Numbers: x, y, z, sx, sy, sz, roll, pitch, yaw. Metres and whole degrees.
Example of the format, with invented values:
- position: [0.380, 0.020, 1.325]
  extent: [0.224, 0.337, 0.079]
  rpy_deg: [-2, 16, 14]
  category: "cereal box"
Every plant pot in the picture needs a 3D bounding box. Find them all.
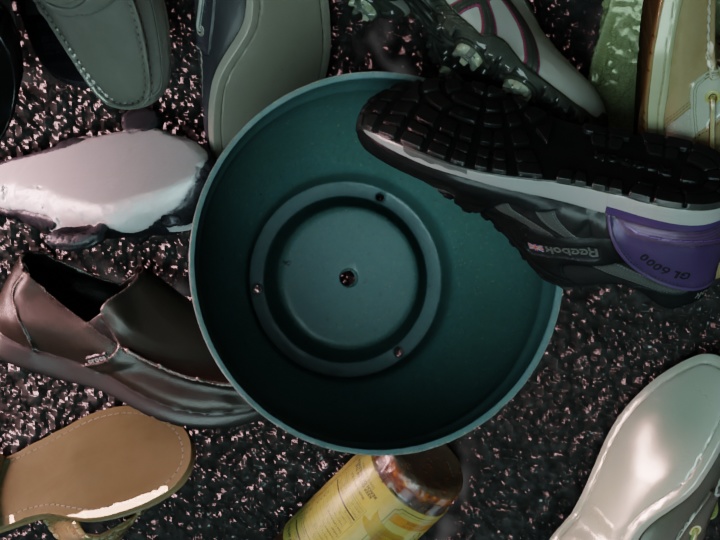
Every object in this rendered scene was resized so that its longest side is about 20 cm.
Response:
- position: [0.000, 0.000, 1.314]
  extent: [0.199, 0.134, 0.202]
  rpy_deg: [1, 86, -8]
  category: "plant pot"

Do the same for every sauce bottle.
- position: [-0.019, 0.173, 1.465]
  extent: [0.066, 0.066, 0.200]
  rpy_deg: [40, 120, -5]
  category: "sauce bottle"

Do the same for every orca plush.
- position: [-0.155, -0.029, 1.398]
  extent: [0.199, 0.106, 0.071]
  rpy_deg: [-15, 132, 23]
  category: "orca plush"

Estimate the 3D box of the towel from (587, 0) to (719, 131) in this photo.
- position: [0.196, -0.119, 1.282]
  extent: [0.148, 0.037, 0.201]
  rpy_deg: [12, 117, 9]
  category: "towel"

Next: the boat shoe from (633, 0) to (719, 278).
- position: [0.177, -0.085, 1.247]
  extent: [0.066, 0.074, 0.201]
  rpy_deg: [3, 120, 3]
  category: "boat shoe"

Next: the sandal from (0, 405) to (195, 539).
- position: [-0.174, 0.142, 1.503]
  extent: [0.211, 0.078, 0.070]
  rpy_deg: [-13, 142, 28]
  category: "sandal"

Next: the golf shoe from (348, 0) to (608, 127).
- position: [0.063, -0.145, 1.272]
  extent: [0.200, 0.077, 0.088]
  rpy_deg: [39, 74, -5]
  category: "golf shoe"

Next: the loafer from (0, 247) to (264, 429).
- position: [-0.130, 0.037, 1.423]
  extent: [0.199, 0.073, 0.072]
  rpy_deg: [13, 119, 10]
  category: "loafer"

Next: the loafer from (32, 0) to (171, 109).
- position: [-0.158, -0.166, 1.269]
  extent: [0.070, 0.070, 0.201]
  rpy_deg: [-10, 121, 25]
  category: "loafer"

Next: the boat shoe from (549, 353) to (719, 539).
- position: [0.170, 0.137, 1.396]
  extent: [0.060, 0.072, 0.202]
  rpy_deg: [17, 112, -39]
  category: "boat shoe"

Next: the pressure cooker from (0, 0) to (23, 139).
- position: [-0.280, -0.152, 1.313]
  extent: [0.176, 0.201, 0.178]
  rpy_deg: [-42, 132, 22]
  category: "pressure cooker"

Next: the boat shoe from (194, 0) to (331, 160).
- position: [-0.059, -0.150, 1.338]
  extent: [0.063, 0.072, 0.201]
  rpy_deg: [45, 137, 42]
  category: "boat shoe"

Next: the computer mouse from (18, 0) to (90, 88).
- position: [-0.135, -0.208, 1.330]
  extent: [0.140, 0.046, 0.201]
  rpy_deg: [-11, 104, 19]
  category: "computer mouse"

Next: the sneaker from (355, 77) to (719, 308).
- position: [0.088, -0.031, 1.224]
  extent: [0.199, 0.076, 0.088]
  rpy_deg: [18, 129, 14]
  category: "sneaker"
